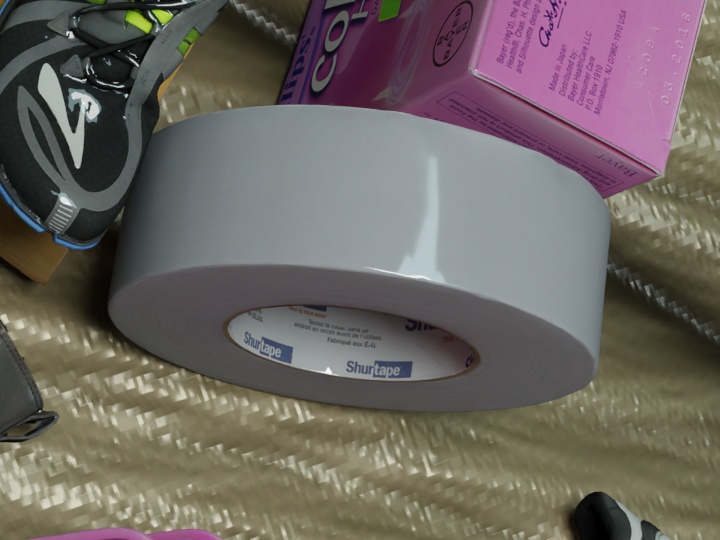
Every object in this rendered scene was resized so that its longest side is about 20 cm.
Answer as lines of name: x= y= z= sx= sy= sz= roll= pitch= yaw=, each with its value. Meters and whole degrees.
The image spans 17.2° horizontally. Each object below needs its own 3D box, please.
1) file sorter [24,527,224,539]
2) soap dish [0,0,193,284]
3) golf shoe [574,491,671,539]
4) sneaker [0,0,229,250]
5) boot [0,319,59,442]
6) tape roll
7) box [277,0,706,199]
file sorter: x=-0.071 y=0.166 z=0.877 sx=0.200 sy=0.125 sz=0.140 roll=17 pitch=65 yaw=-64
soap dish: x=-0.135 y=-0.121 z=0.983 sx=0.157 sy=0.081 sz=0.201 roll=39 pitch=64 yaw=-23
golf shoe: x=0.076 y=0.181 z=1.043 sx=0.092 sy=0.073 sz=0.200 roll=50 pitch=50 yaw=-2
sneaker: x=-0.090 y=-0.105 z=0.911 sx=0.071 sy=0.083 sz=0.201 roll=28 pitch=69 yaw=-27
boot: x=-0.229 y=0.034 z=0.916 sx=0.174 sy=0.069 sz=0.200 roll=-48 pitch=112 yaw=-29
tape roll: x=0.000 y=0.000 z=0.967 sx=0.199 sy=0.200 sz=0.067 roll=15 pitch=71 yaw=-25
box: x=0.058 y=-0.113 z=1.026 sx=0.096 sy=0.200 sz=0.177 roll=26 pitch=67 yaw=-20
